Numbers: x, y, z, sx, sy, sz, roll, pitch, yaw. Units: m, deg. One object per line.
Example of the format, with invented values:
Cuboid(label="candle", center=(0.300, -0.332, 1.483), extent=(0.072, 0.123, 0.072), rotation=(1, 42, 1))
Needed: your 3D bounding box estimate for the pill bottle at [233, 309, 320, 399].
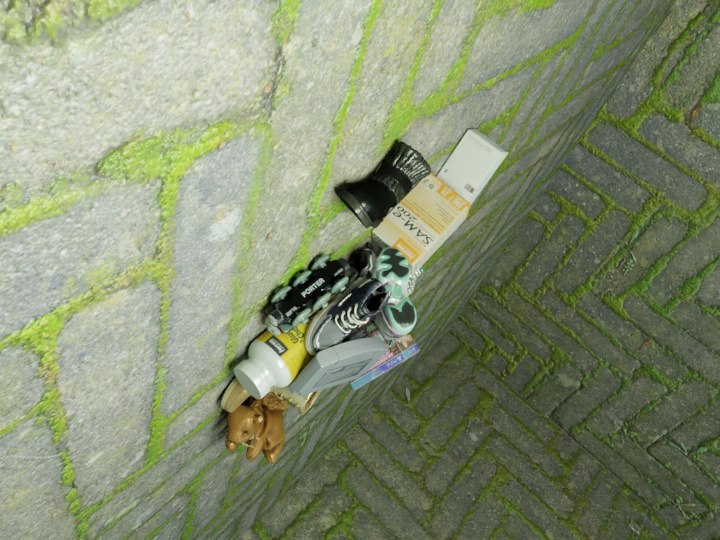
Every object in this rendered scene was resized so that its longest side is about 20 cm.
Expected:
Cuboid(label="pill bottle", center=(-0.155, 0.164, 1.218), extent=(0.200, 0.112, 0.112), rotation=(-41, 162, -30))

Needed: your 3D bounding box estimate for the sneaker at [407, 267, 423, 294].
Cuboid(label="sneaker", center=(0.082, 0.018, 1.426), extent=(0.091, 0.078, 0.200), rotation=(-19, -170, 28))

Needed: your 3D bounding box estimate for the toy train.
Cuboid(label="toy train", center=(-0.103, 0.051, 1.166), extent=(0.200, 0.085, 0.114), rotation=(-40, 172, -29))

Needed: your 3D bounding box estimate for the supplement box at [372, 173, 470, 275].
Cuboid(label="supplement box", center=(0.137, -0.107, 1.359), extent=(0.200, 0.126, 0.074), rotation=(-47, 165, -12))

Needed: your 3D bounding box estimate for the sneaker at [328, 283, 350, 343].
Cuboid(label="sneaker", center=(-0.073, 0.108, 1.327), extent=(0.070, 0.093, 0.201), rotation=(20, 69, -75))

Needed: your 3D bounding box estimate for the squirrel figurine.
Cuboid(label="squirrel figurine", center=(-0.244, 0.334, 1.398), extent=(0.201, 0.141, 0.187), rotation=(-59, 158, -19))

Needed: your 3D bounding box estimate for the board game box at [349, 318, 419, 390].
Cuboid(label="board game box", center=(0.013, 0.150, 1.412), extent=(0.159, 0.201, 0.097), rotation=(-34, 171, 24))

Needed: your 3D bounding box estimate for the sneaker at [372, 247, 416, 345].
Cuboid(label="sneaker", center=(0.056, 0.062, 1.288), extent=(0.077, 0.201, 0.140), rotation=(5, 149, -15))

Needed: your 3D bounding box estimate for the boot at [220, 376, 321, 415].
Cuboid(label="boot", center=(-0.184, 0.260, 1.281), extent=(0.200, 0.155, 0.073), rotation=(-45, 164, -14))

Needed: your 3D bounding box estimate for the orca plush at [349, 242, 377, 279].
Cuboid(label="orca plush", center=(0.000, 0.000, 1.334), extent=(0.071, 0.106, 0.200), rotation=(-13, -170, 7))

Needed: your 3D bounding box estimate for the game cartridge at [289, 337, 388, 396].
Cuboid(label="game cartridge", center=(-0.038, 0.192, 1.231), extent=(0.199, 0.042, 0.133), rotation=(-6, 140, -47))

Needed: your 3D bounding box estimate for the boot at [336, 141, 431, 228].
Cuboid(label="boot", center=(0.045, -0.157, 1.067), extent=(0.158, 0.079, 0.211), rotation=(-45, 176, 10))

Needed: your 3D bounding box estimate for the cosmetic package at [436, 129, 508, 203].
Cuboid(label="cosmetic package", center=(0.248, -0.226, 1.432), extent=(0.200, 0.102, 0.074), rotation=(-58, 164, 25))

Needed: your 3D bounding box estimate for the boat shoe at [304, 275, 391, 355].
Cuboid(label="boat shoe", center=(-0.025, 0.089, 1.173), extent=(0.200, 0.075, 0.093), rotation=(-49, -161, -15))
